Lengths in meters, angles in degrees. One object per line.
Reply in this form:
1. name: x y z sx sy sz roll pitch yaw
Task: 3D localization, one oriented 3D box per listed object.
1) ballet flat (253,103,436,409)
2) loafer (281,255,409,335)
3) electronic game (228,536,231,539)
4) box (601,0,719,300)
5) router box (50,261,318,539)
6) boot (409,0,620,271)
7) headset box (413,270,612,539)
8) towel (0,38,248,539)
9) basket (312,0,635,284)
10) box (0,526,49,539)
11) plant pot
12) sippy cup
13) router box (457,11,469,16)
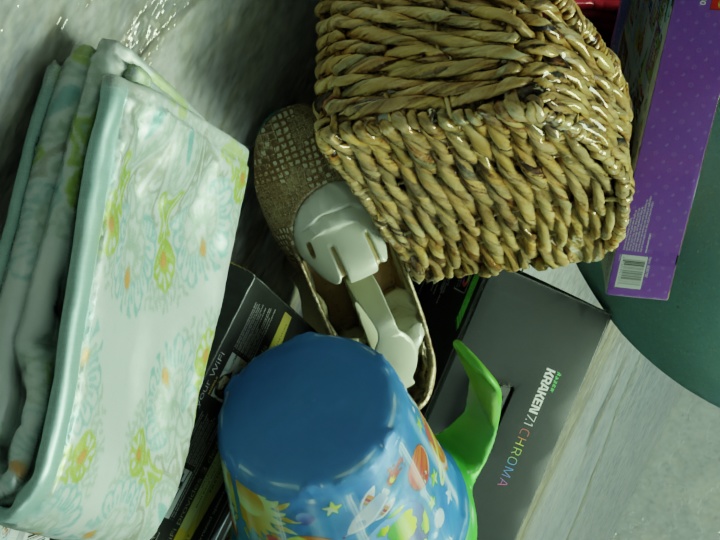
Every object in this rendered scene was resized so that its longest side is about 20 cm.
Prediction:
1. ballet flat: 0.000 0.000 1.157 0.070 0.065 0.201 -30 126 -6
2. loafer: -0.010 -0.017 1.238 0.076 0.067 0.202 -31 128 -51
3. electronic game: -0.109 0.234 1.245 0.201 0.041 0.200 -59 -177 5
4. box: 0.164 -0.105 1.164 0.137 0.039 0.201 -90 -173 -54
5. router box: -0.100 0.098 1.129 0.201 0.052 0.157 -63 164 -8
6. boot: 0.082 -0.084 1.295 0.199 0.073 0.151 -21 154 -28
7. headset box: 0.063 0.077 1.384 0.175 0.092 0.200 -66 -163 3
8. towel: -0.105 0.018 0.925 0.171 0.048 0.202 36 65 -70
9. basket: 0.066 -0.101 1.100 0.200 0.142 0.150 52 33 -61
10. box: -0.196 0.136 0.901 0.157 0.041 0.200 -69 165 9
11. plant pot: 0.211 -0.025 1.332 0.200 0.134 0.202 -160 -90 -82
12. sippy cup: -0.015 0.106 1.106 0.131 0.139 0.179 71 36 -51
13. router box: 0.130 -0.210 1.398 0.201 0.052 0.158 -59 163 -24
